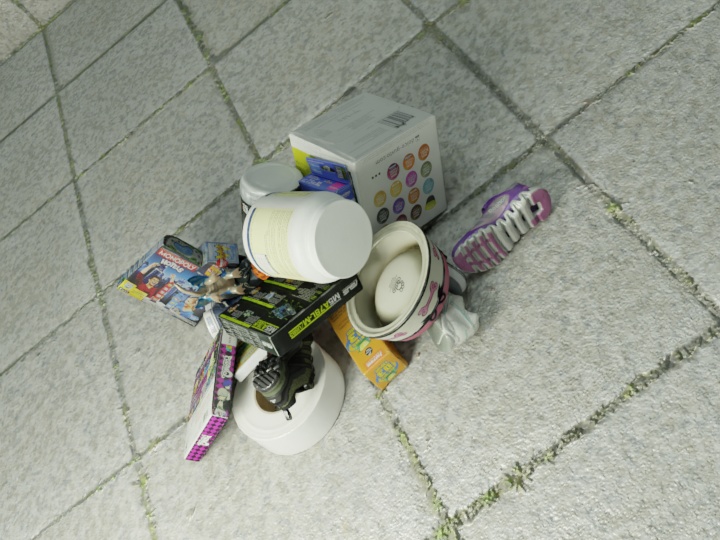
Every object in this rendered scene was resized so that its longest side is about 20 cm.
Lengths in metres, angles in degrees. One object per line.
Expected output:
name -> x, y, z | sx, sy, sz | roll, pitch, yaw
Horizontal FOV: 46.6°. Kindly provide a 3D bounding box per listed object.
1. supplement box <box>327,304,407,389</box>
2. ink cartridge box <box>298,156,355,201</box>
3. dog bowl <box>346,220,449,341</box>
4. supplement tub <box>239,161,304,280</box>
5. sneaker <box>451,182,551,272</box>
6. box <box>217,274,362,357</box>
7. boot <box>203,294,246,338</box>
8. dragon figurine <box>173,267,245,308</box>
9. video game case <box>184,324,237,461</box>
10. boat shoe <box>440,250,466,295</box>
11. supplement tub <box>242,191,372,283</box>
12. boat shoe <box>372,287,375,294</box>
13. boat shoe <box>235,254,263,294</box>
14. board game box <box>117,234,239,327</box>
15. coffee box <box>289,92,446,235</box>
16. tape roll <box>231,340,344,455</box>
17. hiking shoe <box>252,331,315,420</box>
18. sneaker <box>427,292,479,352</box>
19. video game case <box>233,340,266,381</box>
supplement box -> 0.002, 0.112, 1.468 | 0.066, 0.069, 0.201 | -42, 47, 4
ink cartridge box -> -0.047, -0.094, 1.469 | 0.042, 0.203, 0.118 | -30, 32, -29
dog bowl -> 0.066, 0.025, 1.383 | 0.199, 0.073, 0.204 | -30, 48, 39
supplement tub -> -0.162, -0.088, 1.560 | 0.120, 0.203, 0.124 | 2, 37, -1
sneaker -> 0.233, -0.080, 1.445 | 0.199, 0.081, 0.089 | -40, 38, -3
box -> -0.122, 0.055, 1.424 | 0.193, 0.048, 0.198 | -41, 28, -24
boot -> -0.251, 0.085, 1.627 | 0.089, 0.074, 0.200 | -24, 8, -6
dragon figurine -> -0.284, 0.034, 1.557 | 0.098, 0.198, 0.060 | -13, 95, 40
video game case -> -0.273, 0.225, 1.523 | 0.201, 0.035, 0.184 | 125, 152, -48
boat shoe -> 0.119, -0.014, 1.483 | 0.198, 0.071, 0.066 | 18, 54, 46
supplement tub -> -0.088, -0.057, 1.379 | 0.198, 0.145, 0.147 | 7, 62, 50
boat shoe -> 0.000, 0.000, 1.546 | 0.073, 0.072, 0.199 | -50, 45, -9
boat shoe -> -0.220, 0.003, 1.663 | 0.074, 0.067, 0.199 | -32, 23, -15
board game box -> -0.346, 0.001, 1.669 | 0.199, 0.199, 0.062 | -38, 43, 22
coffee box -> 0.016, -0.180, 1.537 | 0.198, 0.201, 0.199 | -33, 40, -27
tape roll -> -0.129, 0.219, 1.480 | 0.199, 0.071, 0.206 | -18, 51, 23
hiking shoe -> -0.114, 0.154, 1.407 | 0.074, 0.102, 0.201 | -11, 34, 31
sneaker -> 0.131, 0.066, 1.422 | 0.079, 0.072, 0.200 | -22, 37, -16
video game case -> -0.173, 0.099, 1.552 | 0.200, 0.023, 0.182 | -46, 21, -3
